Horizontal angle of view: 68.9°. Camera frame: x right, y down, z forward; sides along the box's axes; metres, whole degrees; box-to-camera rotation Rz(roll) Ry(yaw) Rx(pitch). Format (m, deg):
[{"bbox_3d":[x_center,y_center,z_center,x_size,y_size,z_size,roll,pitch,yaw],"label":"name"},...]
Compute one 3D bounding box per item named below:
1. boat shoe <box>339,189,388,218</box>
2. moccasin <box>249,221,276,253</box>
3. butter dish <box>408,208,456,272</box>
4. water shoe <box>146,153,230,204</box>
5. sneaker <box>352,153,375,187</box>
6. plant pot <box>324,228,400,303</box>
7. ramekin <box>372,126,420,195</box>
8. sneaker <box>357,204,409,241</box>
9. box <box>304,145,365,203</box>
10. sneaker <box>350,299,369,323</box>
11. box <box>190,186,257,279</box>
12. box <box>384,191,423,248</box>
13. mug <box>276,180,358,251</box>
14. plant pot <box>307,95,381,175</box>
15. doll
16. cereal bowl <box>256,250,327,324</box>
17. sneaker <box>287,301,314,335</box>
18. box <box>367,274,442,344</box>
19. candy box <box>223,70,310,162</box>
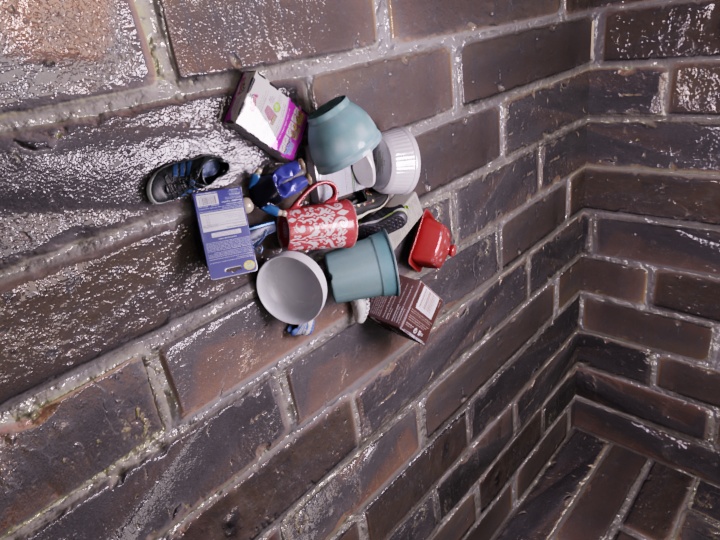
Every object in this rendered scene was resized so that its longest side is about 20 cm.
[{"bbox_3d":[0.014,-0.215,1.607,0.199,0.073,0.065,-31,130,-33],"label":"boat shoe"},{"bbox_3d":[-0.298,-0.066,1.317,0.196,0.080,0.070,-26,105,-25],"label":"moccasin"},{"bbox_3d":[0.266,-0.086,1.837,0.205,0.144,0.200,-70,159,-4],"label":"butter dish"},{"bbox_3d":[-0.384,-0.211,1.174,0.199,0.078,0.073,-39,127,-33],"label":"water shoe"},{"bbox_3d":[0.016,-0.348,1.523,0.089,0.073,0.205,-44,128,-45],"label":"sneaker"},{"bbox_3d":[0.000,0.000,1.537,0.190,0.201,0.206,-14,116,-6],"label":"plant pot"},{"bbox_3d":[0.086,-0.325,1.575,0.092,0.201,0.209,-12,110,-30],"label":"ramekin"},{"bbox_3d":[0.062,-0.149,1.625,0.084,0.195,0.073,-85,152,-48],"label":"sneaker"},{"bbox_3d":[-0.068,-0.297,1.521,0.198,0.040,0.161,-27,118,-41],"label":"box"},{"bbox_3d":[-0.016,0.067,1.663,0.079,0.074,0.207,-6,99,-36],"label":"sneaker"},{"bbox_3d":[-0.321,-0.088,1.243,0.118,0.032,0.206,-12,89,-27],"label":"box"},{"bbox_3d":[0.116,-0.164,1.728,0.201,0.076,0.096,-49,132,-26],"label":"box"},{"bbox_3d":[-0.127,-0.138,1.435,0.195,0.134,0.182,-9,71,-27],"label":"mug"},{"bbox_3d":[-0.058,-0.362,1.355,0.200,0.197,0.136,-46,120,-28],"label":"plant pot"},{"bbox_3d":[-0.219,-0.202,1.331,0.197,0.048,0.139,-29,103,-11],"label":"doll"},{"bbox_3d":[-0.176,0.037,1.405,0.084,0.194,0.206,-61,145,-60],"label":"cereal bowl"},{"bbox_3d":[-0.173,0.094,1.492,0.084,0.076,0.207,-9,107,-40],"label":"sneaker"},{"bbox_3d":[0.134,0.119,1.737,0.165,0.197,0.168,35,76,-45],"label":"box"},{"bbox_3d":[-0.228,-0.379,1.309,0.198,0.060,0.140,29,79,-48],"label":"candy box"}]
